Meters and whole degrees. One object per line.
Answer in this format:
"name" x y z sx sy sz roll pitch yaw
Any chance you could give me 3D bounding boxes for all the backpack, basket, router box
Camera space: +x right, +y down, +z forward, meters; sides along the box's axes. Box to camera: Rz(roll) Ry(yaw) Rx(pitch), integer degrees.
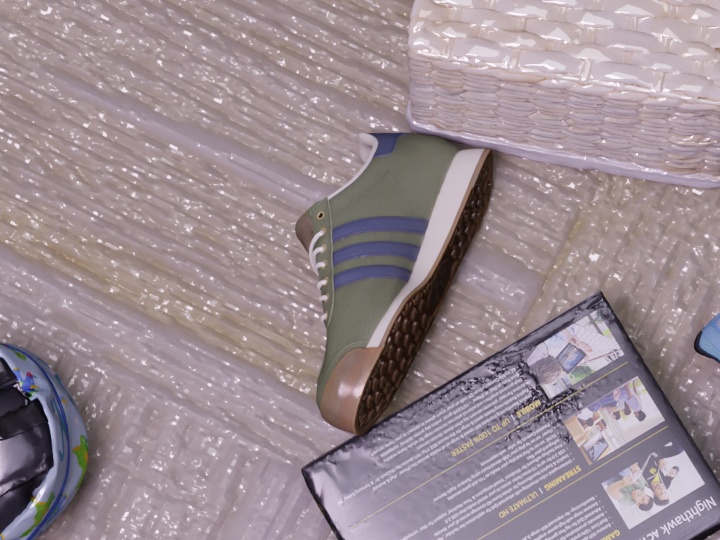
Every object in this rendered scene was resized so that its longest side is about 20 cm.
"backpack" -0.251 0.117 1.550 0.200 0.154 0.163 -38 74 16
"basket" 0.132 -0.172 1.578 0.200 0.161 0.199 10 78 8
"router box" 0.088 0.126 1.561 0.200 0.051 0.149 -30 78 -4

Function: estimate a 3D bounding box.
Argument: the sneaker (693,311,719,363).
"sneaker" 0.251 0.103 1.559 0.090 0.078 0.200 -28 72 16

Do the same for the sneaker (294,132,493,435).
"sneaker" 0.000 0.000 1.580 0.090 0.067 0.200 19 59 16
